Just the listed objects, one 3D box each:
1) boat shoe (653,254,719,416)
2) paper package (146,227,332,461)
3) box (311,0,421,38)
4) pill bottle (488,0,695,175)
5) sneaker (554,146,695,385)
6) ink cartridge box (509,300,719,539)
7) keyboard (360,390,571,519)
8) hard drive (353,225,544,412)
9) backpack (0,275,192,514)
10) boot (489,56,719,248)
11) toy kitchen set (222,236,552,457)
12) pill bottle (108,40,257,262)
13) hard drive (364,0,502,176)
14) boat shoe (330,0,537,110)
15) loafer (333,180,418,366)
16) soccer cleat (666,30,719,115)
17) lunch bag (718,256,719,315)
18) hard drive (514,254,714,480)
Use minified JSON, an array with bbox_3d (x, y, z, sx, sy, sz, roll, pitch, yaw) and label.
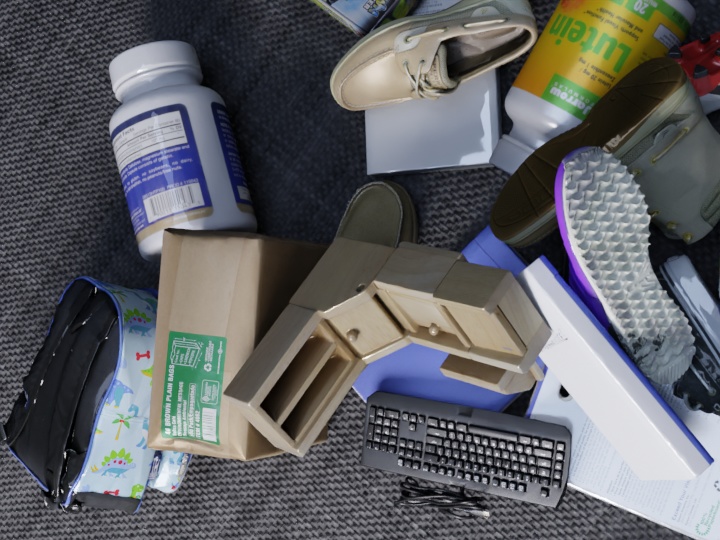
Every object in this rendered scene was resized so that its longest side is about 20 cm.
[{"bbox_3d":[0.291,0.085,0.942,0.071,0.072,0.200,-34,70,19],"label":"boat shoe"},{"bbox_3d":[-0.104,0.065,1.061,0.103,0.191,0.200,4,89,22],"label":"paper package"},{"bbox_3d":[0.040,-0.320,1.093,0.110,0.035,0.200,41,91,25],"label":"box"},{"bbox_3d":[0.197,-0.163,1.007,0.111,0.111,0.200,32,98,19],"label":"pill bottle"},{"bbox_3d":[0.185,-0.003,0.903,0.070,0.100,0.200,-30,108,-18],"label":"sneaker"},{"bbox_3d":[0.257,0.113,0.999,0.200,0.041,0.200,22,95,13],"label":"ink cartridge box"},{"bbox_3d":[0.085,0.173,1.014,0.200,0.040,0.104,7,99,30],"label":"keyboard"},{"bbox_3d":[0.094,0.075,1.068,0.200,0.025,0.132,-45,74,12],"label":"hard drive"},{"bbox_3d":[-0.239,0.114,1.113,0.183,0.147,0.200,29,103,49],"label":"backpack"},{"bbox_3d":[0.221,-0.064,0.962,0.200,0.155,0.072,-42,39,12],"label":"boot"},{"bbox_3d":[0.041,0.098,0.944,0.200,0.163,0.180,12,59,47],"label":"toy kitchen set"},{"bbox_3d":[-0.183,-0.119,1.139,0.120,0.120,0.200,-18,80,18],"label":"pill bottle"},{"bbox_3d":[0.068,-0.195,1.102,0.132,0.027,0.200,-3,85,19],"label":"hard drive"},{"bbox_3d":[0.065,-0.192,1.042,0.200,0.072,0.065,-20,40,13],"label":"boat shoe"},{"bbox_3d":[0.000,0.000,1.070,0.076,0.067,0.200,4,69,26],"label":"loafer"},{"bbox_3d":[0.345,-0.187,0.984,0.200,0.085,0.069,-28,54,-7],"label":"soccer cleat"},{"bbox_3d":[0.390,-0.004,0.906,0.200,0.161,0.083,2,110,18],"label":"lunch bag"},{"bbox_3d":[0.189,0.082,0.922,0.025,0.132,0.200,-38,85,-10],"label":"hard drive"}]
